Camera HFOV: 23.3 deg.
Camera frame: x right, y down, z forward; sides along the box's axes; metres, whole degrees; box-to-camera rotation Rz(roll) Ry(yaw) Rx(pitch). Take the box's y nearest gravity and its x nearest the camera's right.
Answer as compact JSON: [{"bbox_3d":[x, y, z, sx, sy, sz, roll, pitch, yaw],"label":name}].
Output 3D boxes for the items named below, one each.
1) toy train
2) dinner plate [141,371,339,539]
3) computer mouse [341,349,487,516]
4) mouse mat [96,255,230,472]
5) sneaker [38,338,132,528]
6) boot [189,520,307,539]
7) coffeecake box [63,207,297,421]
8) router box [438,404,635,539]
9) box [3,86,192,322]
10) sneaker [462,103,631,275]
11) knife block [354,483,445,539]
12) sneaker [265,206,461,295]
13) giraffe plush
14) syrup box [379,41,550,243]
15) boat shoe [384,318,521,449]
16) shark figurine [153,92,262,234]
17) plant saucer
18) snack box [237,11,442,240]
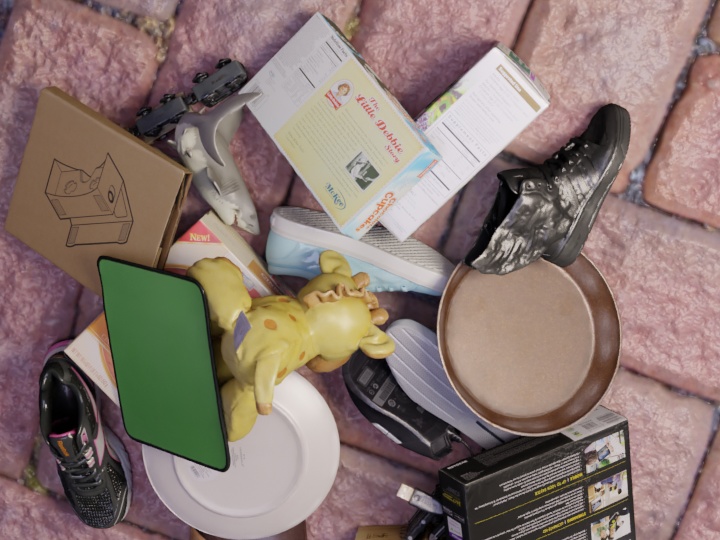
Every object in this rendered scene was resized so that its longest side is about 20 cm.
[{"bbox_3d":[-0.198,-0.151,1.738,0.200,0.046,0.034,-30,81,11],"label":"toy train"},{"bbox_3d":[-0.121,0.181,1.744,0.199,0.024,0.201,1,107,3],"label":"dinner plate"},{"bbox_3d":[0.049,0.172,1.745,0.200,0.141,0.046,33,139,-4],"label":"computer mouse"},{"bbox_3d":[-0.190,0.089,1.674,0.161,0.008,0.201,13,117,42],"label":"mouse mat"},{"bbox_3d":[-0.297,0.177,1.798,0.080,0.086,0.201,-15,101,11],"label":"sneaker"},{"bbox_3d":[-0.076,0.276,1.801,0.199,0.072,0.167,23,106,5],"label":"boot"},{"bbox_3d":[-0.172,0.062,1.766,0.200,0.073,0.154,-43,94,13],"label":"coffeecake box"},{"bbox_3d":[0.177,0.235,1.710,0.199,0.051,0.150,-18,113,-27],"label":"router box"},{"bbox_3d":[-0.262,-0.068,1.719,0.200,0.021,0.164,32,115,28],"label":"box"},{"bbox_3d":[0.179,-0.080,1.674,0.104,0.060,0.200,21,93,-21],"label":"sneaker"},{"bbox_3d":[0.081,0.318,1.797,0.175,0.064,0.201,-1,102,7],"label":"knife block"},{"bbox_3d":[0.000,0.000,1.740,0.199,0.074,0.082,19,113,10],"label":"sneaker"},{"bbox_3d":[-0.065,0.054,1.651,0.162,0.200,0.173,-16,86,-26],"label":"giraffe plush"},{"bbox_3d":[0.088,-0.126,1.692,0.200,0.079,0.081,-44,94,13],"label":"syrup box"},{"bbox_3d":[0.105,0.113,1.750,0.200,0.071,0.072,43,129,-11],"label":"boat shoe"},{"bbox_3d":[-0.139,-0.132,1.690,0.128,0.215,0.090,40,73,18],"label":"shark figurine"},{"bbox_3d":[0.161,0.062,1.709,0.200,0.034,0.201,3,83,-21],"label":"plant saucer"},{"bbox_3d":[-0.022,-0.140,1.672,0.116,0.037,0.200,-43,61,13],"label":"snack box"}]
